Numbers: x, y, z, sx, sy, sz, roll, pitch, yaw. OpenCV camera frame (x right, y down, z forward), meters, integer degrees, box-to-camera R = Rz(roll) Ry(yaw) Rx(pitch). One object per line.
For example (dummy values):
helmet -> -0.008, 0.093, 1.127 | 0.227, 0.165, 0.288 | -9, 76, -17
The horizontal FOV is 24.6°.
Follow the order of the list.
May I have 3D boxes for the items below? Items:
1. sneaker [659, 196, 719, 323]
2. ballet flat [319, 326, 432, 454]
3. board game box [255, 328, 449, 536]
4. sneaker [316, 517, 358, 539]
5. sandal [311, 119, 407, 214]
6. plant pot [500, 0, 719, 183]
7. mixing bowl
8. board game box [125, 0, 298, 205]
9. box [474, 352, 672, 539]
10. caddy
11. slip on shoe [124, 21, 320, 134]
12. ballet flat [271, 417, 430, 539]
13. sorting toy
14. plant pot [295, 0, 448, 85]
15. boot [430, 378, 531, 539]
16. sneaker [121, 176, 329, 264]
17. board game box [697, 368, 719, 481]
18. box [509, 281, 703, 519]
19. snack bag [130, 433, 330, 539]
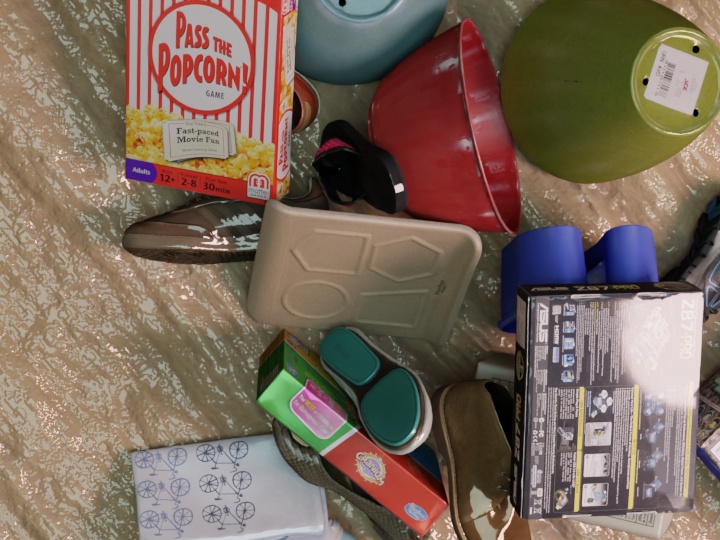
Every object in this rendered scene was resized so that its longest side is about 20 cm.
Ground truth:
sneaker -> 0.339, 0.020, 1.612 | 0.082, 0.073, 0.201 | 36, 92, -9
ballet flat -> 0.026, 0.117, 1.525 | 0.069, 0.200, 0.070 | -11, 119, -21
board game box -> -0.009, 0.149, 1.549 | 0.200, 0.153, 0.040 | 40, 98, -10
sneaker -> -0.058, 0.344, 1.607 | 0.082, 0.074, 0.201 | 36, 92, -4
sandal -> -0.012, -0.090, 1.496 | 0.045, 0.200, 0.076 | -21, 107, -13
plant pot -> 0.247, -0.169, 1.503 | 0.185, 0.200, 0.189 | -1, 96, -14
mixing bowl -> 0.072, -0.120, 1.522 | 0.107, 0.200, 0.202 | -13, 99, 16
board game box -> -0.136, -0.171, 1.488 | 0.150, 0.046, 0.202 | 10, 114, 16
box -> 0.205, 0.162, 1.563 | 0.198, 0.109, 0.129 | 12, 97, 17
caddy -> 0.203, 0.024, 1.543 | 0.140, 0.200, 0.106 | -2, 80, -7
slip on shoe -> -0.128, -0.188, 1.538 | 0.199, 0.061, 0.074 | 30, 109, -8
ballet flat -> -0.004, 0.199, 1.592 | 0.200, 0.068, 0.046 | 44, 134, -16
sorting toy -> 0.000, 0.000, 1.541 | 0.198, 0.186, 0.037 | 9, 54, -5
plant pot -> -0.006, -0.270, 1.510 | 0.198, 0.135, 0.202 | -1, 97, -6
boot -> 0.124, 0.195, 1.485 | 0.073, 0.075, 0.202 | -15, 86, -44
sneaker -> -0.127, -0.049, 1.567 | 0.198, 0.070, 0.076 | -1, 78, -9
board game box -> 0.433, 0.144, 1.617 | 0.200, 0.097, 0.160 | -43, 105, 0
box -> 0.213, 0.112, 1.434 | 0.159, 0.049, 0.202 | -2, 102, -8
snack bag -> -0.120, 0.257, 1.571 | 0.186, 0.021, 0.202 | -5, 67, -5
